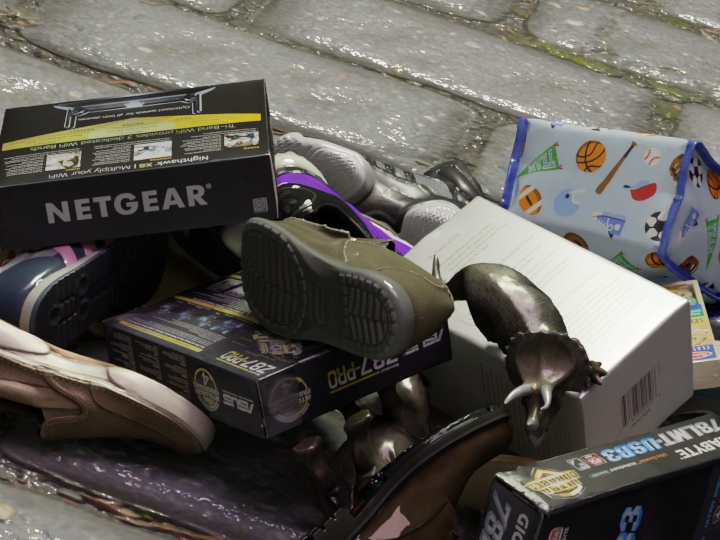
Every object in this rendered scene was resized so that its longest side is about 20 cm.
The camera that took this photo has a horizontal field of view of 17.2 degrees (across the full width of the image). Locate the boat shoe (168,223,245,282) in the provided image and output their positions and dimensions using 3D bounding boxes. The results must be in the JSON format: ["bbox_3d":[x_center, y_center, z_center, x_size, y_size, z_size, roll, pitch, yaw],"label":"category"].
[{"bbox_3d":[-0.122,-0.057,1.817,0.200,0.073,0.074,42,27,14],"label":"boat shoe"}]

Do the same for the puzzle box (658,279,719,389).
[{"bbox_3d":[0.167,0.058,1.805,0.200,0.025,0.133,-7,27,3],"label":"puzzle box"}]

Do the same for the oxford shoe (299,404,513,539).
[{"bbox_3d":[0.033,0.162,1.504,0.200,0.073,0.084,-41,87,-23],"label":"oxford shoe"}]

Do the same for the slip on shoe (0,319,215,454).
[{"bbox_3d":[-0.197,0.088,1.585,0.200,0.061,0.076,25,-20,-8],"label":"slip on shoe"}]

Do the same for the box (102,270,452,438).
[{"bbox_3d":[-0.059,0.048,1.642,0.161,0.049,0.200,-19,21,-33],"label":"box"}]

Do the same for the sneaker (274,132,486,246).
[{"bbox_3d":[0.024,-0.063,1.995,0.200,0.076,0.114,29,27,12],"label":"sneaker"}]

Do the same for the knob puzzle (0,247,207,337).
[{"bbox_3d":[-0.193,-0.010,1.802,0.219,0.030,0.220,20,34,-14],"label":"knob puzzle"}]

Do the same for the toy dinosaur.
[{"bbox_3d":[0.107,0.036,1.575,0.077,0.102,0.200,-27,51,-1],"label":"toy dinosaur"}]

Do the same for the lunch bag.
[{"bbox_3d":[0.227,-0.033,1.949,0.170,0.124,0.200,13,-9,33],"label":"lunch bag"}]

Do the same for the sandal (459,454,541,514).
[{"bbox_3d":[0.142,0.179,1.579,0.211,0.078,0.070,9,54,21],"label":"sandal"}]

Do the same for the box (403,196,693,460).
[{"bbox_3d":[0.122,0.050,1.706,0.200,0.098,0.124,29,54,35],"label":"box"}]

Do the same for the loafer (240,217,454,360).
[{"bbox_3d":[-0.011,0.012,1.566,0.070,0.075,0.200,-8,22,-34],"label":"loafer"}]

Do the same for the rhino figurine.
[{"bbox_3d":[0.017,0.117,1.628,0.060,0.088,0.200,-17,14,23],"label":"rhino figurine"}]

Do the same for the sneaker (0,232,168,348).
[{"bbox_3d":[-0.209,0.000,1.696,0.082,0.070,0.200,12,17,22],"label":"sneaker"}]

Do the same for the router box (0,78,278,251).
[{"bbox_3d":[-0.161,-0.078,1.718,0.200,0.052,0.157,-7,25,0],"label":"router box"}]

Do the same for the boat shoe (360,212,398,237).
[{"bbox_3d":[-0.061,-0.038,1.878,0.200,0.075,0.068,16,6,-2],"label":"boat shoe"}]

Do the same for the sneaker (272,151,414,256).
[{"bbox_3d":[-0.001,0.000,1.785,0.200,0.070,0.100,38,9,-30],"label":"sneaker"}]

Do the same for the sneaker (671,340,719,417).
[{"bbox_3d":[0.295,0.090,1.844,0.200,0.071,0.080,21,27,10],"label":"sneaker"}]

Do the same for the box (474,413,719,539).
[{"bbox_3d":[0.134,0.193,1.399,0.198,0.200,0.050,-10,34,-44],"label":"box"}]
